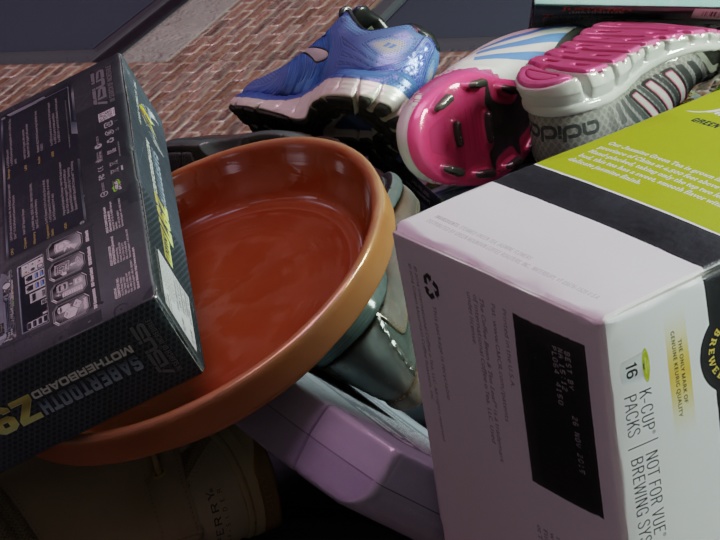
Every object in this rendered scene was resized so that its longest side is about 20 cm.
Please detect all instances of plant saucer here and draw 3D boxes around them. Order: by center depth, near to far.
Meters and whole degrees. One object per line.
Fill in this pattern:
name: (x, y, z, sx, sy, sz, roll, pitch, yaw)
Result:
plant saucer: (-0.074, 0.015, 0.922, 0.199, 0.032, 0.201, -22, 31, 14)

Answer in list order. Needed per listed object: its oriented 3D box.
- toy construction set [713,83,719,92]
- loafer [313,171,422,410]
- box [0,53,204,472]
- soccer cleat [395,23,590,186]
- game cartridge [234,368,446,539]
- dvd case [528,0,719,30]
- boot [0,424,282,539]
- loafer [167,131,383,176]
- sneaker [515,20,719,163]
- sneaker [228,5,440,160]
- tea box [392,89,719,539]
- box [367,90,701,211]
toy construction set: (0.291, -0.092, 1.219, 0.131, 0.093, 0.199, 22, 4, -46)
loafer: (0.009, 0.013, 1.026, 0.072, 0.063, 0.200, -44, 11, 19)
box: (-0.156, 0.003, 0.914, 0.157, 0.051, 0.201, -25, 36, 6)
soccer cleat: (0.075, -0.098, 1.256, 0.086, 0.070, 0.199, 1, 20, 43)
game cartridge: (-0.006, 0.075, 0.937, 0.041, 0.133, 0.200, -57, 33, -1)
dvd case: (0.181, -0.159, 1.348, 0.145, 0.022, 0.200, 2, -4, 4)
boot: (-0.147, 0.099, 0.995, 0.155, 0.073, 0.200, -23, 30, -24)
loafer: (-0.048, -0.060, 1.287, 0.199, 0.072, 0.063, 10, 25, 41)
sneaker: (0.156, -0.095, 1.224, 0.073, 0.088, 0.200, 7, 20, 32)
sneaker: (-0.010, -0.115, 1.317, 0.199, 0.079, 0.089, -2, 50, 57)
tea box: (0.138, 0.056, 0.818, 0.196, 0.201, 0.133, -21, 27, -27)
box: (0.118, -0.077, 1.311, 0.199, 0.040, 0.137, -16, 26, -14)
